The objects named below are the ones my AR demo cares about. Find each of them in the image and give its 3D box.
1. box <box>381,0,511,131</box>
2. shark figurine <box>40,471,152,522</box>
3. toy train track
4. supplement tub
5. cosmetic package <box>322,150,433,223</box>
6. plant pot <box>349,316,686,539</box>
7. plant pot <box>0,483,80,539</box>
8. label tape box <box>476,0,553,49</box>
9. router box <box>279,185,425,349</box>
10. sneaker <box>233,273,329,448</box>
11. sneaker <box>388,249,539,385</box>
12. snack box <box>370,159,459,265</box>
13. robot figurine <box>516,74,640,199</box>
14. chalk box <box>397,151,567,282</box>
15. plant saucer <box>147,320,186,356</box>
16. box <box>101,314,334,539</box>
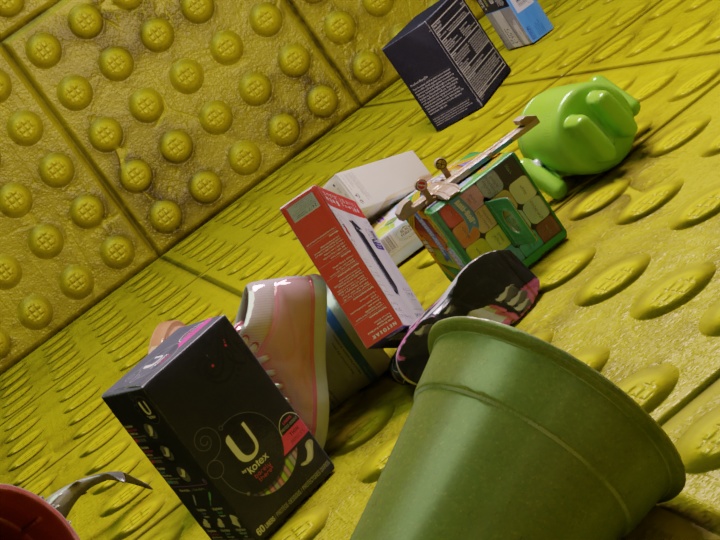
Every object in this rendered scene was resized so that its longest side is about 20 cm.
[{"bbox_3d":[0.170,-0.413,2.752,0.123,0.199,0.200,-27,14,34],"label":"box"},{"bbox_3d":[-0.370,0.320,1.745,0.128,0.090,0.215,20,58,34],"label":"shark figurine"},{"bbox_3d":[0.119,-0.128,1.632,0.200,0.033,0.115,-35,12,-7],"label":"toy train track"},{"bbox_3d":[-0.079,0.113,1.603,0.200,0.132,0.132,-35,12,-1],"label":"supplement tub"},{"bbox_3d":[0.015,-0.111,2.149,0.200,0.071,0.105,-22,-18,-48],"label":"cosmetic package"},{"bbox_3d":[0.080,0.166,0.925,0.190,0.200,0.200,-54,19,-20],"label":"plant pot"},{"bbox_3d":[-0.420,0.359,1.494,0.195,0.201,0.201,-37,9,33],"label":"plant pot"},{"bbox_3d":[0.313,-0.549,3.007,0.066,0.143,0.200,-38,13,-15],"label":"label tape box"},{"bbox_3d":[0.000,0.000,1.569,0.049,0.180,0.200,-34,-8,9],"label":"router box"},{"bbox_3d":[-0.090,0.103,1.490,0.104,0.201,0.075,0,-2,-19],"label":"sneaker"},{"bbox_3d":[0.100,0.051,1.500,0.200,0.080,0.086,-35,0,-25],"label":"sneaker"},{"bbox_3d":[0.090,-0.081,2.061,0.200,0.053,0.142,-36,13,-1],"label":"snack box"},{"bbox_3d":[0.273,-0.180,1.797,0.176,0.116,0.200,-50,15,-11],"label":"robot figurine"},{"bbox_3d":[0.148,-0.057,1.654,0.124,0.125,0.200,-37,11,-7],"label":"chalk box"},{"bbox_3d":[-0.201,0.157,1.638,0.032,0.201,0.200,-8,18,9],"label":"plant saucer"},{"bbox_3d":[-0.143,0.163,1.423,0.122,0.200,0.106,-43,14,-31],"label":"box"}]
